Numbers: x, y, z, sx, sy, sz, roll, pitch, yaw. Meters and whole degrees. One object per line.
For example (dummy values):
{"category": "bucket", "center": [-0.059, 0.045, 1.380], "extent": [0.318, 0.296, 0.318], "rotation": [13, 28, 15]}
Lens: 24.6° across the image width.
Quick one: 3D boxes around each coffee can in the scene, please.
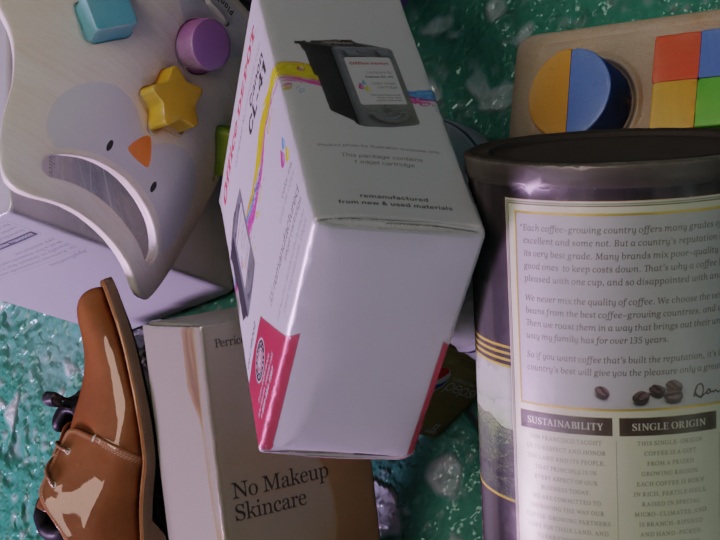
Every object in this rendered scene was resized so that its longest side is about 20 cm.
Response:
{"category": "coffee can", "center": [0.124, 0.041, 0.776], "extent": [0.145, 0.146, 0.202], "rotation": [5, 102, 38]}

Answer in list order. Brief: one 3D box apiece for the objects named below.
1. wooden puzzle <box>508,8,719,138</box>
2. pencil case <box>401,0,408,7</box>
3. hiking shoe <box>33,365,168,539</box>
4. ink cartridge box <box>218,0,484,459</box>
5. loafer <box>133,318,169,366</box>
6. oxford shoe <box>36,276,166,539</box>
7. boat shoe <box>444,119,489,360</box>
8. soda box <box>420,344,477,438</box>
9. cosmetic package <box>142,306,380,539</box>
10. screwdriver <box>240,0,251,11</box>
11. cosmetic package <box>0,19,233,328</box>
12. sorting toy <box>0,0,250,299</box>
{"category": "wooden puzzle", "center": [0.150, -0.052, 0.886], "extent": [0.199, 0.046, 0.187], "rotation": [-5, 74, 40]}
{"category": "pencil case", "center": [-0.052, -0.208, 0.921], "extent": [0.200, 0.084, 0.086], "rotation": [40, 144, 26]}
{"category": "hiking shoe", "center": [-0.158, 0.163, 1.005], "extent": [0.075, 0.100, 0.203], "rotation": [-1, 96, 44]}
{"category": "ink cartridge box", "center": [-0.013, -0.028, 0.824], "extent": [0.201, 0.085, 0.149], "rotation": [-107, 24, -49]}
{"category": "loafer", "center": [-0.099, 0.062, 1.037], "extent": [0.198, 0.063, 0.073], "rotation": [8, 81, 39]}
{"category": "oxford shoe", "center": [-0.149, 0.105, 0.929], "extent": [0.070, 0.071, 0.202], "rotation": [-4, 84, -9]}
{"category": "boat shoe", "center": [0.043, -0.032, 0.919], "extent": [0.074, 0.065, 0.201], "rotation": [-53, 28, 21]}
{"category": "soda box", "center": [0.000, 0.000, 0.977], "extent": [0.064, 0.067, 0.201], "rotation": [-45, 54, 18]}
{"category": "cosmetic package", "center": [-0.050, 0.121, 0.909], "extent": [0.071, 0.104, 0.202], "rotation": [-1, 98, 56]}
{"category": "screwdriver", "center": [-0.033, -0.161, 1.083], "extent": [0.199, 0.029, 0.028], "rotation": [36, 98, 35]}
{"category": "cosmetic package", "center": [-0.191, -0.086, 1.065], "extent": [0.122, 0.199, 0.202], "rotation": [-18, 66, 31]}
{"category": "sorting toy", "center": [-0.133, -0.087, 0.957], "extent": [0.106, 0.200, 0.181], "rotation": [-10, 50, 38]}
